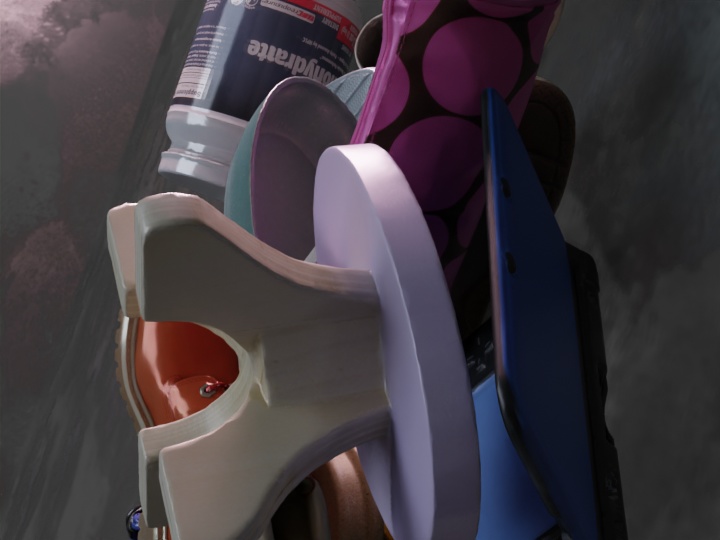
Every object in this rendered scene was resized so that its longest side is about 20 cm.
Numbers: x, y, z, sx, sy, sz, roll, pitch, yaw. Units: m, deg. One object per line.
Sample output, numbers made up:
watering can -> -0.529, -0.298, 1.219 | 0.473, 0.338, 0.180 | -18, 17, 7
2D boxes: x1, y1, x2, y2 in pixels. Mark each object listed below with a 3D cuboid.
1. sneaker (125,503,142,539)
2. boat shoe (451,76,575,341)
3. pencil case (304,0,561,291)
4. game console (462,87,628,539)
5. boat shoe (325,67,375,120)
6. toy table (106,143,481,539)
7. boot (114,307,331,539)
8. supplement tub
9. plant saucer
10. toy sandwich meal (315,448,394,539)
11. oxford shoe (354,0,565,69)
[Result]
sneaker -> -0.096, 0.157, 1.036 | 0.081, 0.115, 0.200 | -30, 43, 65
boat shoe -> 0.058, -0.024, 0.843 | 0.200, 0.072, 0.076 | -62, 4, 23
pencil case -> 0.024, -0.058, 0.740 | 0.091, 0.094, 0.200 | 52, 130, 54
game console -> 0.049, 0.054, 0.665 | 0.171, 0.118, 0.200 | -44, 28, 35
boat shoe -> -0.014, -0.068, 1.045 | 0.200, 0.067, 0.074 | -43, 56, 44
toy table -> -0.034, 0.036, 0.625 | 0.200, 0.117, 0.184 | -116, 24, -52
boot -> -0.062, 0.078, 0.762 | 0.107, 0.075, 0.200 | -14, 83, 47
supplement tub -> -0.090, -0.161, 1.347 | 0.140, 0.140, 0.200 | -177, 106, -73
plant saucer -> -0.027, -0.009, 0.862 | 0.036, 0.200, 0.200 | -13, 48, 24
toy sandwich meal -> -0.032, 0.179, 0.813 | 0.205, 0.070, 0.205 | -35, 41, 37
oxford shoe -> 0.058, -0.151, 0.970 | 0.200, 0.058, 0.075 | -9, 61, 59
